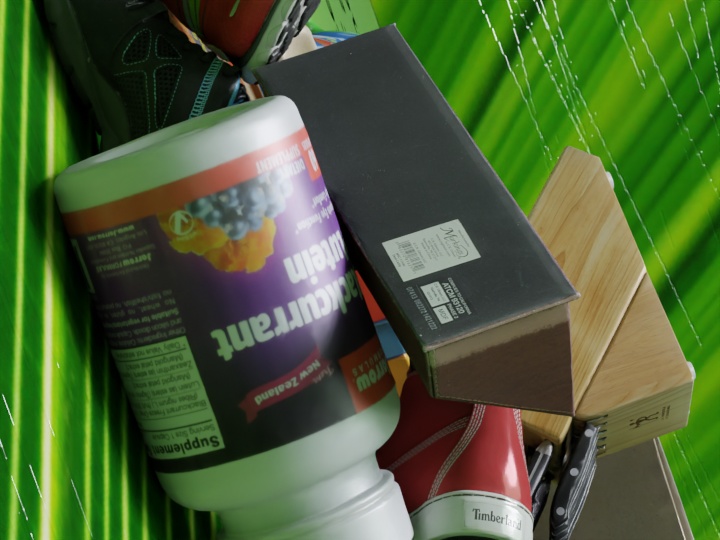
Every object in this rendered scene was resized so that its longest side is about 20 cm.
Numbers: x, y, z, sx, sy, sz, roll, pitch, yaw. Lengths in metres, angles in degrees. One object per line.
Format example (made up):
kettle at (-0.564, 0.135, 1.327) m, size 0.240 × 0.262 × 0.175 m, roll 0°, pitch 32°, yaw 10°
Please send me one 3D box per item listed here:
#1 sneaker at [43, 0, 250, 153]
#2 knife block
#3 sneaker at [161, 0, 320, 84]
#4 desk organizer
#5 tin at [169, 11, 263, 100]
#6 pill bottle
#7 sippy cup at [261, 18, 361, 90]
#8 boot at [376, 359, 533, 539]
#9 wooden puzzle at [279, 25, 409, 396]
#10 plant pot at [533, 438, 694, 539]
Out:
sneaker at (-0.093, -0.087, 1.349) m, size 0.073 × 0.082 × 0.200 m, roll 44°, pitch 26°, yaw -73°
knife block at (0.073, 0.054, 1.469) m, size 0.064 × 0.175 × 0.200 m, roll 86°, pitch -15°, yaw -64°
sneaker at (-0.068, -0.141, 1.372) m, size 0.085 × 0.077 × 0.200 m, roll 37°, pitch -8°, yaw -15°
desk organizer at (0.024, -0.014, 1.272) m, size 0.077 × 0.072 × 0.200 m, roll 83°, pitch -18°, yaw -44°
tin at (-0.085, -0.091, 1.478) m, size 0.112 × 0.042 × 0.200 m, roll 30°, pitch 31°, yaw -53°
pill bottle at (-0.048, 0.035, 1.235) m, size 0.111 × 0.111 × 0.200 m, roll -71°, pitch 142°, yaw -80°
sippy cup at (-0.035, -0.082, 1.687) m, size 0.178 × 0.140 × 0.130 m, roll 33°, pitch 7°, yaw 18°
boot at (0.022, 0.097, 1.352) m, size 0.200 × 0.072 × 0.145 m, roll -43°, pitch -144°, yaw 50°
wooden puzzle at (0.000, 0.000, 1.443) m, size 0.185 × 0.037 × 0.200 m, roll 67°, pitch 11°, yaw -64°
plant pot at (0.100, 0.200, 1.644) m, size 0.187 × 0.200 × 0.188 m, roll -18°, pitch 90°, yaw -85°
